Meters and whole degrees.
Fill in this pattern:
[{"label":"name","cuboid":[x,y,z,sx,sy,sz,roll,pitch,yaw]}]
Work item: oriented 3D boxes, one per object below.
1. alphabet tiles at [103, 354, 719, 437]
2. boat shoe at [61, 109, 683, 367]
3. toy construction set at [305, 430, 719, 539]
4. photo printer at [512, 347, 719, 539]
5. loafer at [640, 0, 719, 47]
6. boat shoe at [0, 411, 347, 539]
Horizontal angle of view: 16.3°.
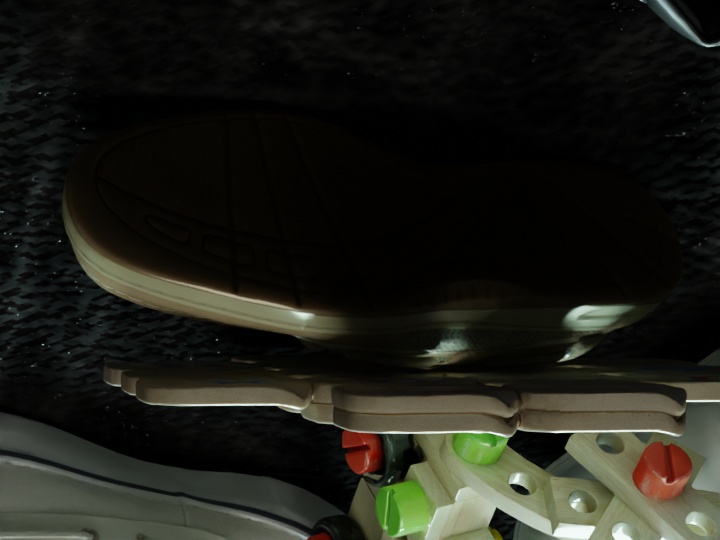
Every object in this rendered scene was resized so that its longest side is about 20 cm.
[{"label":"alphabet tiles","cuboid":[0.023,0.037,0.776,0.196,0.015,0.200,0,-179,-13]},{"label":"boat shoe","cuboid":[0.000,0.000,0.762,0.200,0.072,0.065,3,146,-27]},{"label":"toy construction set","cuboid":[0.041,0.118,0.883,0.092,0.131,0.200,1,134,-40]},{"label":"photo printer","cuboid":[0.167,0.084,0.931,0.166,0.069,0.200,14,143,-35]},{"label":"loafer","cuboid":[0.072,-0.127,0.566,0.068,0.070,0.201,-12,149,6]},{"label":"boat shoe","cuboid":[-0.079,0.110,0.917,0.200,0.070,0.071,22,139,-36]}]
